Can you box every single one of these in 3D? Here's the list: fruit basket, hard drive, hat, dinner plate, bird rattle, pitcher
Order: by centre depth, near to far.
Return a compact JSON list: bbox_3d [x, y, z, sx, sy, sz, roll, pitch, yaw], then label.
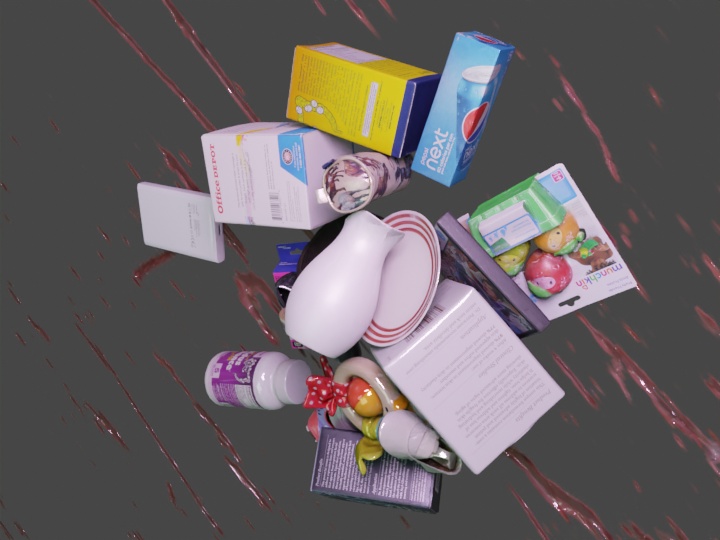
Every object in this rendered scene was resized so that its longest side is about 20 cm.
[{"bbox_3d":[0.249,-0.022,0.920,0.185,0.094,0.200,-28,96,37],"label":"fruit basket"},{"bbox_3d":[0.051,0.012,0.953,0.200,0.024,0.201,-29,52,46],"label":"dinner plate"},{"bbox_3d":[-0.031,0.016,0.962,0.121,0.172,0.200,28,87,-13],"label":"pitcher"},{"bbox_3d":[0.005,0.197,1.018,0.200,0.113,0.163,53,138,25],"label":"bird rattle"},{"bbox_3d":[0.000,0.000,1.086,0.200,0.081,0.201,-11,61,20],"label":"hat"},{"bbox_3d":[-0.357,-0.097,1.314,0.200,0.027,0.132,13,116,27],"label":"hard drive"}]

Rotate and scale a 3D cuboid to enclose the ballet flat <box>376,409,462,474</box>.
[{"bbox_3d":[0.095,0.253,0.955,0.069,0.070,0.200,-1,152,32],"label":"ballet flat"}]

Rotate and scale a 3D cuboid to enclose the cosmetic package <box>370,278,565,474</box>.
[{"bbox_3d":[0.144,0.144,0.950,0.167,0.166,0.200,-41,96,-3],"label":"cosmetic package"}]

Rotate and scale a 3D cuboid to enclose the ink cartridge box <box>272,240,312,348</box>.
[{"bbox_3d":[-0.102,0.047,1.207,0.095,0.037,0.200,-3,105,33],"label":"ink cartridge box"}]

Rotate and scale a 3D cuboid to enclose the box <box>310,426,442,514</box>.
[{"bbox_3d":[0.034,0.341,1.121,0.200,0.148,0.107,4,68,14],"label":"box"}]

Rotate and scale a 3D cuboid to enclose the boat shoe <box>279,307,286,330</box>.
[{"bbox_3d":[-0.040,0.088,1.091,0.072,0.200,0.065,42,129,50],"label":"boat shoe"}]

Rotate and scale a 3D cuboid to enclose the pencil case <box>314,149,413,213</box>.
[{"bbox_3d":[0.013,-0.138,0.961,0.089,0.200,0.078,-1,105,24],"label":"pencil case"}]

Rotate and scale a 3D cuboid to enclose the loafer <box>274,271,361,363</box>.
[{"bbox_3d":[-0.077,0.091,1.146,0.068,0.070,0.201,-39,95,23],"label":"loafer"}]

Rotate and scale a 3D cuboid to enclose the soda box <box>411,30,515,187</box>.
[{"bbox_3d":[0.141,-0.224,0.924,0.068,0.064,0.200,30,123,19],"label":"soda box"}]

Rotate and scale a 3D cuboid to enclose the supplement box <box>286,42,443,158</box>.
[{"bbox_3d":[0.007,-0.254,0.968,0.200,0.109,0.110,25,120,23],"label":"supplement box"}]

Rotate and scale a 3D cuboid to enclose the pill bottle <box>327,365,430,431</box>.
[{"bbox_3d":[0.045,0.219,1.130,0.200,0.116,0.117,-25,95,37],"label":"pill bottle"}]

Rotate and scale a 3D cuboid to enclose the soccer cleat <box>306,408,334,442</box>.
[{"bbox_3d":[-0.021,0.341,1.257,0.200,0.067,0.076,49,122,10],"label":"soccer cleat"}]

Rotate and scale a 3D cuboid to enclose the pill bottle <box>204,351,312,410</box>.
[{"bbox_3d":[-0.196,0.213,1.283,0.200,0.112,0.112,-4,107,33],"label":"pill bottle"}]

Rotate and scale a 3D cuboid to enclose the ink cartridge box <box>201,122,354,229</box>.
[{"bbox_3d":[-0.128,-0.159,1.069,0.200,0.145,0.148,8,112,30],"label":"ink cartridge box"}]

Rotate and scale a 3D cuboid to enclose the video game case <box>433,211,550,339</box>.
[{"bbox_3d":[0.171,0.018,0.953,0.200,0.025,0.181,48,171,7],"label":"video game case"}]
